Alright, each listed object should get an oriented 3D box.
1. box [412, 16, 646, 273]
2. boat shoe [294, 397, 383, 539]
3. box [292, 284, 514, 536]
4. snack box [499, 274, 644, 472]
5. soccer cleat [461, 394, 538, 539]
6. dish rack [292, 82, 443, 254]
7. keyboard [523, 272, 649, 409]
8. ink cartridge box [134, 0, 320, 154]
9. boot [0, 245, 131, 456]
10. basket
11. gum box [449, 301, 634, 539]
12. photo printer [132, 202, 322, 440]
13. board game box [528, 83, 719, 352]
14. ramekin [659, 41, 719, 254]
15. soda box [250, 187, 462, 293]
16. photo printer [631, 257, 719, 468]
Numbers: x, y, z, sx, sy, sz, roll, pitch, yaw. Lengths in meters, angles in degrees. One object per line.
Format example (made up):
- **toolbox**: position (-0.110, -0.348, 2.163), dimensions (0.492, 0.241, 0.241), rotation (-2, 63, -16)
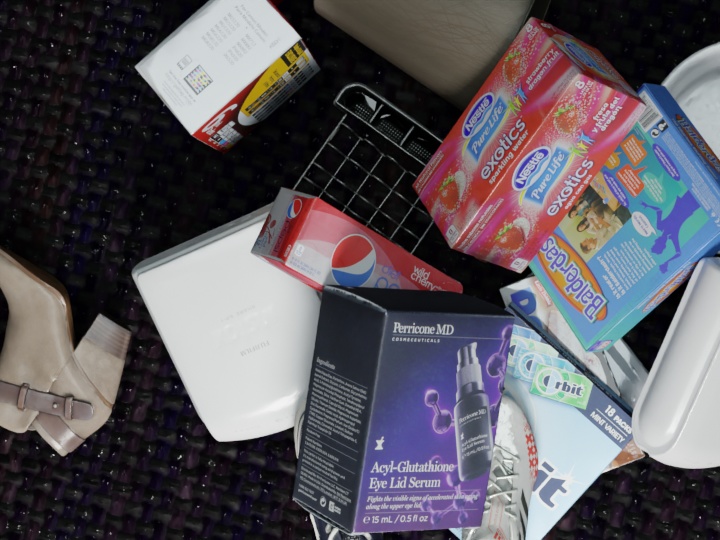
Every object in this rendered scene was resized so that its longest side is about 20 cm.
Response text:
- **box**: position (0.149, -0.111, 1.487), dimensions (0.095, 0.100, 0.201), rotation (18, 118, -37)
- **boat shoe**: position (-0.012, 0.219, 1.536), dimensions (0.074, 0.093, 0.202), rotation (-16, 112, 0)
- **box**: position (0.037, 0.121, 1.457), dimensions (0.147, 0.104, 0.202), rotation (2, 101, -34)
- **snack box**: position (0.204, 0.097, 1.587), dimensions (0.071, 0.024, 0.202), rotation (-22, 89, 11)
- **soccer cleat**: position (0.125, 0.215, 1.511), dimensions (0.068, 0.085, 0.202), rotation (5, 98, 10)
- **dish rack**: position (-0.002, -0.059, 1.595), dimensions (0.153, 0.055, 0.201), rotation (35, 91, 5)
- **keyboard**: position (0.229, 0.080, 1.601), dimensions (0.056, 0.011, 0.201), rotation (-38, 86, 7)
- **ink cartridge box**: position (-0.102, -0.203, 1.531), dimensions (0.175, 0.200, 0.084), rotation (-41, 87, 3)
- **boot**: position (-0.323, 0.080, 1.605), dimensions (0.199, 0.070, 0.147), rotation (33, 93, 4)
- **basket**: position (0.067, -0.255, 1.559), dimensions (0.199, 0.136, 0.182), rotation (25, 112, 9)
- **gum box**: position (0.140, 0.161, 1.569), dimensions (0.170, 0.045, 0.200), rotation (41, 102, 5)
- **photo printer**: position (-0.103, 0.056, 1.565), dimensions (0.165, 0.069, 0.202), rotation (-22, 102, 6)
- **board game box**: position (0.241, -0.046, 1.499), dimensions (0.200, 0.045, 0.153), rotation (-45, 65, 30)
- **ramekin**: position (0.359, -0.111, 1.552), dimensions (0.198, 0.098, 0.203), rotation (0, 88, 4)
- **soda box**: position (0.000, 0.000, 1.506), dimensions (0.199, 0.063, 0.071), rotation (29, 83, -36)
- **photo printer**: position (0.337, 0.089, 1.506), dimensions (0.069, 0.165, 0.202), rotation (38, 115, 42)
